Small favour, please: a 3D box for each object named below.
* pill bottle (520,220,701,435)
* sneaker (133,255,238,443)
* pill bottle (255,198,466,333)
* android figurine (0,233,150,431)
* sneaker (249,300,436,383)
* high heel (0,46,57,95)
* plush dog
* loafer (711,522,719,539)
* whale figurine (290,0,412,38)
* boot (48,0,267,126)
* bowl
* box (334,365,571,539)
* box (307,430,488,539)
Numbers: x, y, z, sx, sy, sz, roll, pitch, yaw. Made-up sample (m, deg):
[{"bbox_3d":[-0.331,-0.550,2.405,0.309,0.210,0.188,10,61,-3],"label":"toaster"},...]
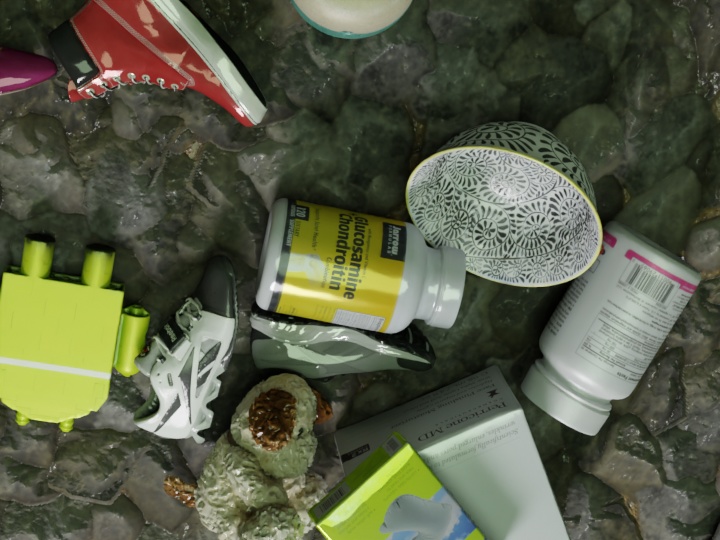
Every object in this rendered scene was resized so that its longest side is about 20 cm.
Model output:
[{"bbox_3d":[0.256,0.061,1.327,0.112,0.113,0.202,27,101,-14],"label":"pill bottle"},{"bbox_3d":[-0.179,0.079,1.287,0.087,0.074,0.203,9,104,-25],"label":"sneaker"},{"bbox_3d":[0.000,0.000,1.272,0.197,0.112,0.114,10,105,-8],"label":"pill bottle"},{"bbox_3d":[-0.307,0.067,1.291,0.179,0.041,0.203,8,104,-10],"label":"android figurine"},{"bbox_3d":[-0.020,0.079,1.324,0.197,0.074,0.080,9,116,-5],"label":"sneaker"},{"bbox_3d":[-0.384,-0.214,1.182,0.197,0.068,0.097,-2,117,-3],"label":"high heel"},{"bbox_3d":[-0.099,0.185,1.298,0.159,0.200,0.174,27,96,8],"label":"plush dog"},{"bbox_3d":[0.440,0.316,1.454,0.069,0.070,0.201,26,109,-19],"label":"loafer"},{"bbox_3d":[-0.008,-0.317,1.204,0.157,0.104,0.203,4,82,-8],"label":"whale figurine"},{"bbox_3d":[-0.196,-0.183,1.220,0.144,0.072,0.200,-44,99,7],"label":"boot"},{"bbox_3d":[0.152,-0.083,1.265,0.198,0.095,0.202,16,145,12],"label":"bowl"},{"bbox_3d":[0.100,0.241,1.350,0.197,0.131,0.202,-22,108,-1],"label":"box"},{"bbox_3d":[0.055,0.273,1.252,0.122,0.048,0.201,-41,107,-5],"label":"box"}]
